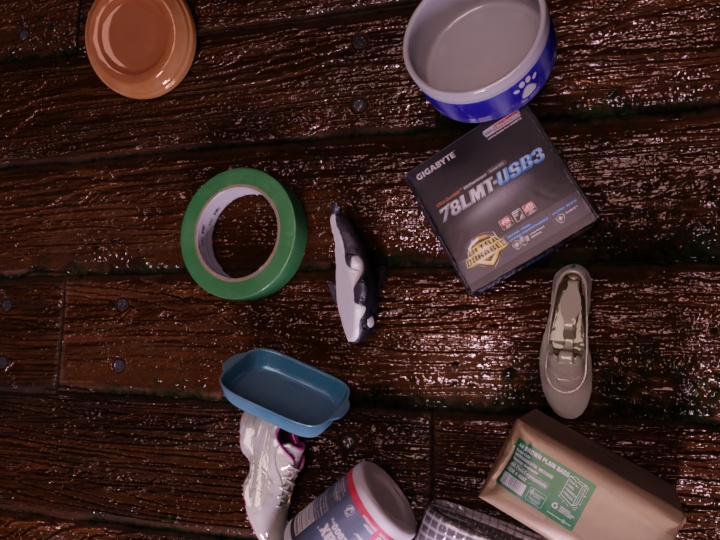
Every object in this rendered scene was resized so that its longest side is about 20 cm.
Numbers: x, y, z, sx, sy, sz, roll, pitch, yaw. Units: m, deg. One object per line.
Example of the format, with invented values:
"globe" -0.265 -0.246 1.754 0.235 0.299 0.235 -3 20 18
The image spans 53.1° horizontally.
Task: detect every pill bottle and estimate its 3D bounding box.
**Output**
"pill bottle" -0.033 0.364 0.972 0.200 0.119 0.120 -42 72 11

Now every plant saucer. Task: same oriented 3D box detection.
"plant saucer" -0.372 -0.390 1.200 0.198 0.037 0.202 1 98 10

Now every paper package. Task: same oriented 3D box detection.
"paper package" 0.261 0.259 0.843 0.199 0.190 0.104 28 93 21

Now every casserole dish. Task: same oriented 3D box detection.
"casserole dish" -0.109 0.177 1.031 0.199 0.121 0.039 21 121 19

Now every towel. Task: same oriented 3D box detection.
"towel" 0.156 0.406 0.919 0.198 0.085 0.167 16 90 20

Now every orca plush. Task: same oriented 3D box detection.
"orca plush" 0.000 0.000 1.049 0.105 0.070 0.202 -43 58 57

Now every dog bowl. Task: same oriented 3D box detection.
"dog bowl" 0.163 -0.308 0.982 0.198 0.079 0.202 -10 67 25

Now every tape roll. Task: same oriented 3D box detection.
"tape roll" -0.181 -0.055 1.114 0.198 0.048 0.203 -2 83 19

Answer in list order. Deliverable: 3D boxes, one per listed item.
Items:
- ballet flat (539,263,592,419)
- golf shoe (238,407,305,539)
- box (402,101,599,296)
"ballet flat" 0.266 0.090 0.929 0.069 0.069 0.202 3 85 20
"golf shoe" -0.120 0.292 1.033 0.091 0.075 0.202 -12 81 24
"box" 0.189 -0.099 0.989 0.199 0.050 0.200 -31 75 13
